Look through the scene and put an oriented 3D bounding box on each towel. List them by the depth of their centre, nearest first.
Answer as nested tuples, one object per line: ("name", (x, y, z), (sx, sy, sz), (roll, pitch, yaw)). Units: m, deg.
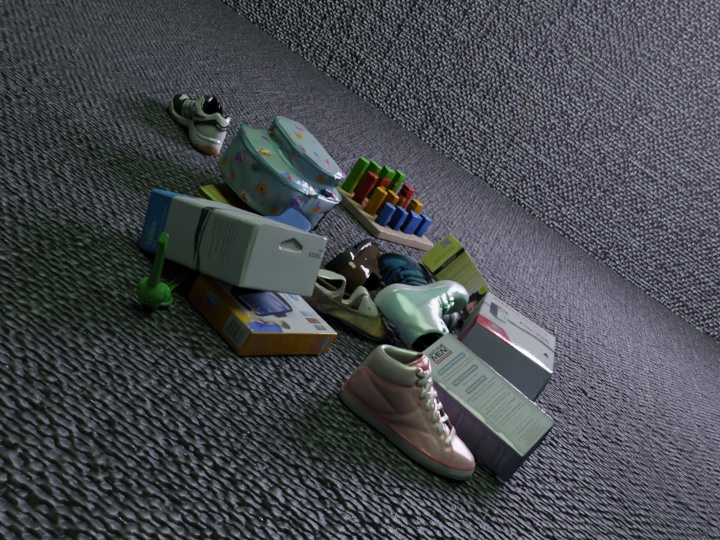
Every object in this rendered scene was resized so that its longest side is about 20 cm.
("towel", (-0.204, -0.116, 1.600), (0.086, 0.018, 0.200), (42, 17, 7))

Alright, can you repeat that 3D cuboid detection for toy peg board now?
("toy peg board", (0.060, -0.151, 2.027), (0.199, 0.098, 0.199), (12, 27, -49))

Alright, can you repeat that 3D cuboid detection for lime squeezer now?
("lime squeezer", (-0.239, 0.012, 1.117), (0.037, 0.072, 0.200), (11, -13, -1))

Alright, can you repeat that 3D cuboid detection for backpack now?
("backpack", (-0.136, -0.167, 1.594), (0.199, 0.154, 0.176), (2, 44, -53))

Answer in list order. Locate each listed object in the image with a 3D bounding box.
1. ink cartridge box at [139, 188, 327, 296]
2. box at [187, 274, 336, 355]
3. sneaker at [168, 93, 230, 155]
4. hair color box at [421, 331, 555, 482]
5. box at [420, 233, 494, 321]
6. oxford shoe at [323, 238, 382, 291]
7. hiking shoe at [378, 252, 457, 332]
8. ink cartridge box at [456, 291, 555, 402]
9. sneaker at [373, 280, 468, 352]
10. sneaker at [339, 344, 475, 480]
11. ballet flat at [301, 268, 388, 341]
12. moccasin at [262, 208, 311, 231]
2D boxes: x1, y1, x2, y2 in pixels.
("ink cartridge box", (-0.166, -0.036, 1.227), (0.198, 0.085, 0.144), (19, 5, 36))
("box", (-0.119, 0.060, 1.237), (0.119, 0.042, 0.199), (43, 22, 28))
("sneaker", (-0.301, -0.301, 1.799), (0.075, 0.088, 0.200), (14, 24, -43))
("hair color box", (0.160, 0.186, 1.307), (0.200, 0.061, 0.099), (40, 42, 19))
("box", (0.185, 0.026, 1.692), (0.200, 0.075, 0.050), (50, 0, -42))
("oxford shoe", (0.000, 0.000, 1.588), (0.085, 0.073, 0.200), (51, 20, 1))
("hiking shoe", (0.085, 0.031, 1.618), (0.086, 0.075, 0.200), (12, 27, -51))
("ink cartridge box", (0.229, 0.125, 1.492), (0.145, 0.085, 0.200), (35, 15, 4))
("sneaker", (0.119, 0.081, 1.473), (0.199, 0.074, 0.119), (-2, 48, -45))
("sneaker", (0.079, 0.172, 1.183), (0.199, 0.105, 0.075), (36, 15, 4))
("ballet flat", (-0.027, 0.044, 1.400), (0.198, 0.071, 0.071), (26, 18, -23))
("moccasin", (-0.128, -0.039, 1.445), (0.080, 0.068, 0.200), (43, 20, 7))
